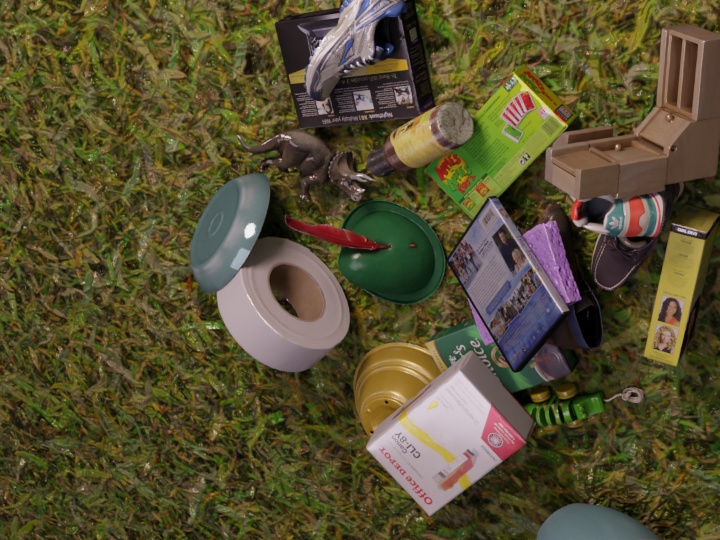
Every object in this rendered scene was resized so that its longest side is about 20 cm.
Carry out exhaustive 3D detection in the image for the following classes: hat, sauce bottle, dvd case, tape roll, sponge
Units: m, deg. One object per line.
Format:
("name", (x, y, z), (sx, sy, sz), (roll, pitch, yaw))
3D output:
("hat", (0.000, 0.000, 1.749), (0.200, 0.176, 0.166), (26, 123, 15))
("sauce bottle", (0.075, -0.173, 1.667), (0.200, 0.065, 0.065), (-22, 102, 55))
("dvd case", (0.195, 0.019, 1.643), (0.200, 0.018, 0.143), (61, 143, 26))
("tape roll", (-0.114, 0.049, 1.822), (0.203, 0.202, 0.071), (48, 126, 1))
("sponge", (0.216, 0.020, 1.657), (0.200, 0.030, 0.112), (-35, 69, 54))

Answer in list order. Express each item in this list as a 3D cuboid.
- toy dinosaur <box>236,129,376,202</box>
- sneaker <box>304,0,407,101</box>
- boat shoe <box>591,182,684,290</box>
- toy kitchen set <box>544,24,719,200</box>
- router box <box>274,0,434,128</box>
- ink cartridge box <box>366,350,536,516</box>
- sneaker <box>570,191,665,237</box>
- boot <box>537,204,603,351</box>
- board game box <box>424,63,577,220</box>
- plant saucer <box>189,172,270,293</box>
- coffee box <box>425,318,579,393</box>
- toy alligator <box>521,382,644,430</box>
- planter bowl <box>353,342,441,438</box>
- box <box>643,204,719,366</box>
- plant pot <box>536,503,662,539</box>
("toy dinosaur", (-0.082, -0.166, 1.766), (0.200, 0.077, 0.102), (34, 127, -15))
("sneaker", (-0.006, -0.295, 1.613), (0.085, 0.077, 0.200), (36, 125, 4))
("boat shoe", (0.358, -0.049, 1.602), (0.072, 0.065, 0.200), (34, 125, 8))
("toy kitchen set", (0.317, -0.205, 1.502), (0.163, 0.199, 0.181), (-136, 40, -58))
("router box", (-0.008, -0.287, 1.694), (0.199, 0.052, 0.158), (-1, 113, 29))
("ink cartridge box", (0.130, 0.239, 1.763), (0.145, 0.083, 0.200), (47, 115, -1))
("sneaker", (0.300, -0.092, 1.543), (0.200, 0.093, 0.071), (-134, 45, -61))
("boot", (0.289, 0.014, 1.640), (0.097, 0.075, 0.201), (22, 123, 56))
("board game box", (0.188, -0.171, 1.647), (0.102, 0.048, 0.200), (45, 125, 3))
("plant saucer", (-0.205, -0.064, 1.825), (0.036, 0.200, 0.200), (27, 130, -26))
("coffee box", (0.206, 0.121, 1.778), (0.200, 0.044, 0.123), (-22, 101, 34))
("toy alligator", (0.308, 0.200, 1.753), (0.199, 0.054, 0.059), (-11, 107, 32))
("planter bowl", (0.061, 0.219, 1.878), (0.200, 0.083, 0.201), (12, 118, 23))
("box", (0.422, 0.021, 1.597), (0.050, 0.075, 0.201), (17, 121, 23))
("plant pot", (0.333, 0.423, 1.782), (0.135, 0.200, 0.201), (50, 135, 44))
